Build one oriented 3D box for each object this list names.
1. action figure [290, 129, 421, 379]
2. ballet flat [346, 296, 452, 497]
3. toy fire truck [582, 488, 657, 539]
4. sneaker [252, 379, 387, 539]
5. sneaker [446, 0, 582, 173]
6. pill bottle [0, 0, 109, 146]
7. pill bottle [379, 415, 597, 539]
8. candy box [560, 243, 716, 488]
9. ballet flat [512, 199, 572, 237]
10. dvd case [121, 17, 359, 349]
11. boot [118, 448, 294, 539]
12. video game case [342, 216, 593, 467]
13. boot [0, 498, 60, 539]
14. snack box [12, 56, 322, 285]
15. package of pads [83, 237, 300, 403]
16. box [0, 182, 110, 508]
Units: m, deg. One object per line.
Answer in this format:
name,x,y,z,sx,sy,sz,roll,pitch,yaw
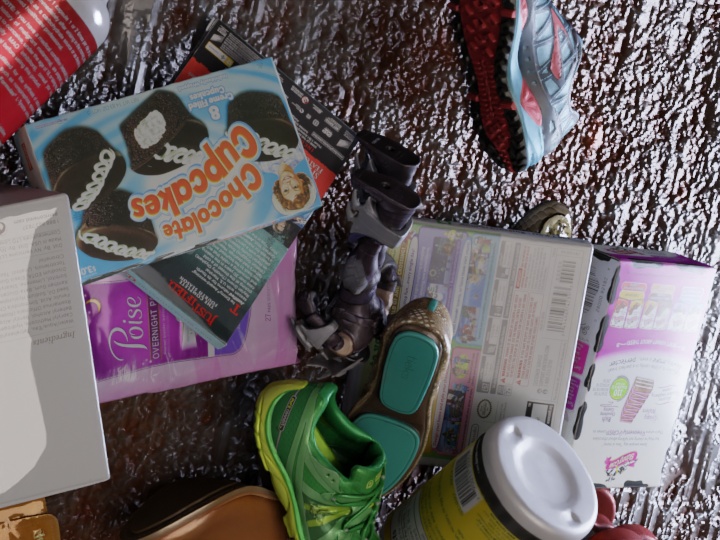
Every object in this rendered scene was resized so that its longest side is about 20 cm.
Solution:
action figure,0.000,0.000,1.667,0.130,0.069,0.201,-58,167,-54
ballet flat,0.031,0.100,1.723,0.070,0.065,0.201,25,130,0
toy fire truck,0.189,0.288,1.901,0.168,0.112,0.200,-41,122,6
sneaker,-0.015,0.174,1.681,0.201,0.083,0.074,65,32,-19
sneaker,0.130,-0.184,1.741,0.095,0.079,0.201,-28,126,-31
pill bottle,-0.245,-0.165,1.493,0.200,0.112,0.112,-46,122,-10
pill bottle,0.086,0.215,1.758,0.114,0.115,0.200,20,132,-33
candy box,0.217,0.082,1.860,0.136,0.061,0.202,5,102,-44
ballet flat,0.129,0.038,1.816,0.067,0.046,0.201,26,91,-34
dvd case,-0.105,-0.065,1.602,0.146,0.022,0.201,38,65,-14
boot,-0.091,0.231,1.720,0.199,0.076,0.157,-25,108,-42
video game case,0.084,0.062,1.773,0.180,0.022,0.202,7,103,-8
boot,-0.289,0.233,1.613,0.143,0.071,0.203,-8,103,-21
snack box,-0.135,-0.070,1.556,0.199,0.037,0.117,-19,88,-27
package of pads,-0.141,0.024,1.636,0.199,0.076,0.122,-10,106,-28
box,-0.260,0.049,1.509,0.106,0.152,0.202,-12,100,-27
